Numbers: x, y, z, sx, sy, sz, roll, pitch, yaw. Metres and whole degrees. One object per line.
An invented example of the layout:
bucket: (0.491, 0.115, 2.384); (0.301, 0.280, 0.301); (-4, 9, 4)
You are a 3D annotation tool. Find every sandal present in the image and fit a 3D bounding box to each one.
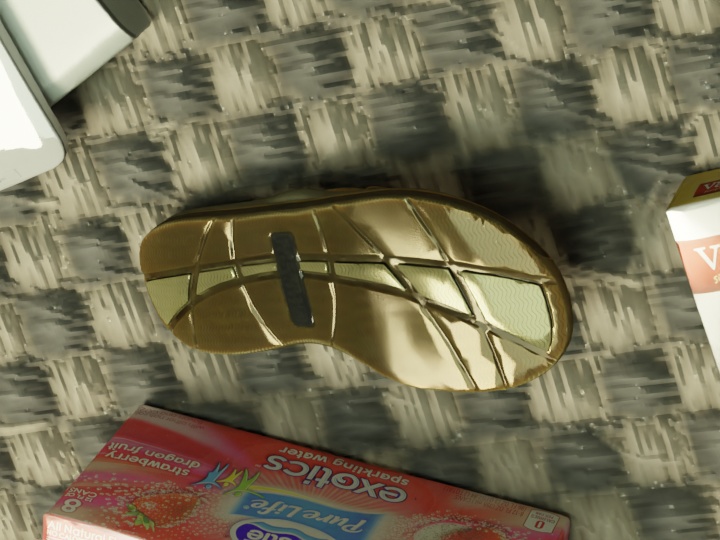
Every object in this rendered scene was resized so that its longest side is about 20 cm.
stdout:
sandal: (0.000, 0.000, 1.035); (0.200, 0.054, 0.080); (3, 111, 36)

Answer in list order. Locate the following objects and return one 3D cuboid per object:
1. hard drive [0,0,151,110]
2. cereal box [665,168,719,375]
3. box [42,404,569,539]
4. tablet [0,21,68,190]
hard drive: (-0.197, -0.097, 1.075); (0.200, 0.026, 0.132); (-35, 99, 32)
cereal box: (0.213, 0.045, 0.976); (0.144, 0.040, 0.200); (-13, 110, 26)
box: (-0.025, 0.140, 1.081); (0.200, 0.103, 0.095); (14, 119, 15)
tablet: (-0.227, -0.069, 1.077); (0.200, 0.014, 0.130); (-21, 106, 28)
